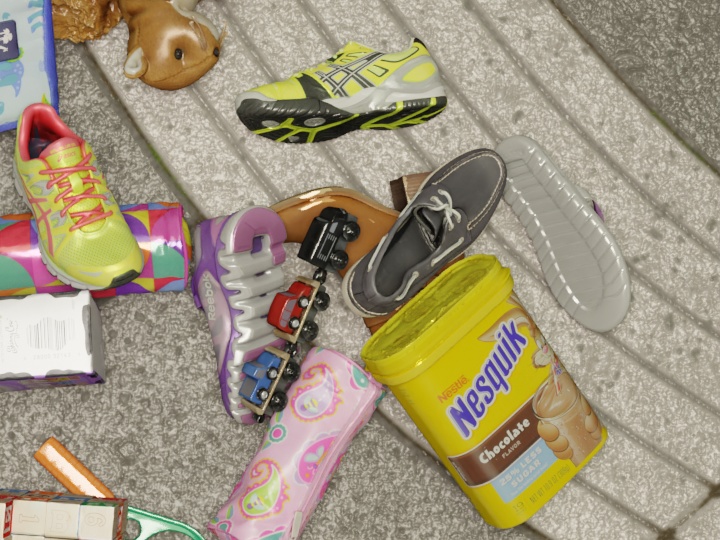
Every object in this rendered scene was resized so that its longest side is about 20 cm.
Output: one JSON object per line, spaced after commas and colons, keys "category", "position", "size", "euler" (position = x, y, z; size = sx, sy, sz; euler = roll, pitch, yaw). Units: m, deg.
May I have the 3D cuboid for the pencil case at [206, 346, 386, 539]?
{"category": "pencil case", "position": [-0.054, 0.168, 1.362], "size": [0.087, 0.087, 0.201], "euler": [30, 77, -2]}

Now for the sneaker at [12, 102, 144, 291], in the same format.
{"category": "sneaker", "position": [-0.246, -0.065, 1.297], "size": [0.078, 0.091, 0.200], "euler": [-23, 54, -25]}

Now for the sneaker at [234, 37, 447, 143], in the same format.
{"category": "sneaker", "position": [-0.022, -0.168, 1.425], "size": [0.199, 0.075, 0.077], "euler": [-7, 76, -18]}

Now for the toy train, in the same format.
{"category": "toy train", "position": [-0.057, 0.037, 1.341], "size": [0.046, 0.034, 0.201], "euler": [25, 87, -37]}

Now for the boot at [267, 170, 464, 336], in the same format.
{"category": "boot", "position": [0.000, 0.000, 1.407], "size": [0.199, 0.077, 0.156], "euler": [-9, 88, -15]}

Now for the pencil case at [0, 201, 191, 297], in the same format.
{"category": "pencil case", "position": [-0.250, -0.014, 1.370], "size": [0.199, 0.088, 0.089], "euler": [-4, 83, -5]}

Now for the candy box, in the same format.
{"category": "candy box", "position": [-0.322, 0.066, 1.305], "size": [0.199, 0.168, 0.072], "euler": [-4, 83, -7]}

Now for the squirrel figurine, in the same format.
{"category": "squirrel figurine", "position": [-0.206, -0.256, 1.396], "size": [0.199, 0.142, 0.188], "euler": [-1, 93, 7]}

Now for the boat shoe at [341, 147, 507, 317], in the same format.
{"category": "boat shoe", "position": [0.067, -0.036, 1.356], "size": [0.073, 0.063, 0.200], "euler": [47, 73, -6]}

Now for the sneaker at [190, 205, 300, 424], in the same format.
{"category": "sneaker", "position": [-0.111, 0.037, 1.381], "size": [0.080, 0.088, 0.201], "euler": [-17, 109, -44]}

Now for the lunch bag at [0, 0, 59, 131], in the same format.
{"category": "lunch bag", "position": [-0.365, -0.206, 1.327], "size": [0.199, 0.128, 0.171], "euler": [-2, 120, -6]}

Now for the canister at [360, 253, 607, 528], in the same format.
{"category": "canister", "position": [0.114, 0.109, 1.362], "size": [0.148, 0.086, 0.200], "euler": [-41, 107, -18]}

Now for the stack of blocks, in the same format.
{"category": "stack of blocks", "position": [-0.304, 0.219, 1.302], "size": [0.199, 0.115, 0.059], "euler": [5, 87, -1]}

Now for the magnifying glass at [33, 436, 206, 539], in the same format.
{"category": "magnifying glass", "position": [-0.211, 0.226, 1.373], "size": [0.200, 0.022, 0.080], "euler": [44, 80, -1]}

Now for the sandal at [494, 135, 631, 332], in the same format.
{"category": "sandal", "position": [0.197, -0.041, 1.436], "size": [0.050, 0.082, 0.203], "euler": [-22, 82, -52]}
